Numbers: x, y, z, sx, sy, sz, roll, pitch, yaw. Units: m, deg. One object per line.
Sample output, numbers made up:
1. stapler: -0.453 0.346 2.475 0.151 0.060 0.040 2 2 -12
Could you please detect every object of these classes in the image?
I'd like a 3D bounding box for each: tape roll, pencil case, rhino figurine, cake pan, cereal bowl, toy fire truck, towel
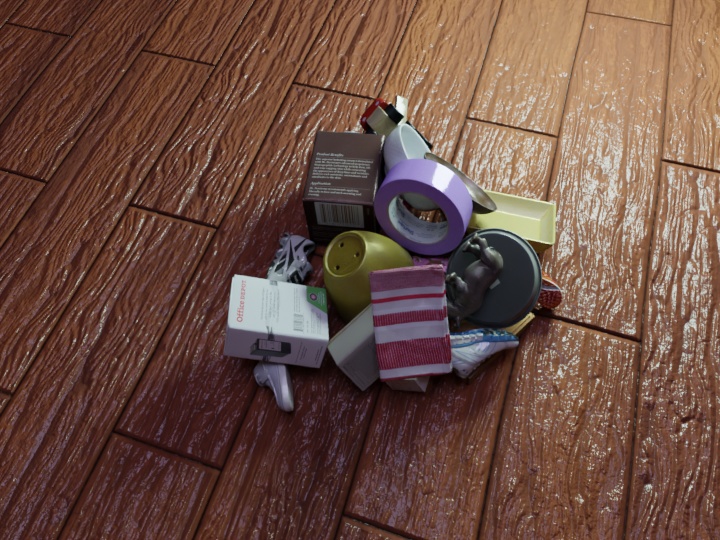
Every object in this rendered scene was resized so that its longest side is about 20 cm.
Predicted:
1. tape roll: 0.127 -0.127 1.310 0.195 0.203 0.067 18 53 15
2. pencil case: 0.198 -0.002 1.376 0.193 0.083 0.090 -7 91 -1
3. rhino figurine: 0.205 0.035 1.252 0.086 0.060 0.203 31 97 -2
4. cake pan: 0.265 0.015 1.288 0.194 0.037 0.208 -1 86 17
5. cereal bowl: 0.112 -0.217 1.425 0.082 0.198 0.205 -29 54 26
6. toy fire truck: 0.079 -0.360 1.560 0.129 0.175 0.201 -46 36 13
7. towel: 0.093 0.097 1.183 0.139 0.023 0.207 -6 93 1

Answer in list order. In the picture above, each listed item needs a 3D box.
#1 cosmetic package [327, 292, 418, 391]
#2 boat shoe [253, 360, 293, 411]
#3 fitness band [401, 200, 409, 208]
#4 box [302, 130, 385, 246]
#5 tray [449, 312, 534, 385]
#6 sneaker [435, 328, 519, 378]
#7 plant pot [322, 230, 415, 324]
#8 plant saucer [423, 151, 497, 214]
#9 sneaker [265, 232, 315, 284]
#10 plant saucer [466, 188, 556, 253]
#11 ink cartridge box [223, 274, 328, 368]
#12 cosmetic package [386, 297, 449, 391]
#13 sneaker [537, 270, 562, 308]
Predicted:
1. cosmetic package: 0.040 0.125 1.251 0.199 0.104 0.073 -41 37 0
2. boat shoe: -0.182 0.195 1.284 0.067 0.073 0.204 -17 59 -5
3. fitness band: 0.157 -0.119 1.461 0.139 0.038 0.204 2 47 9
4. box: -0.030 -0.181 1.450 0.160 0.166 0.205 5 58 8
5. tray: 0.256 0.130 1.316 0.199 0.037 0.098 -39 63 -18
6. sneaker: 0.216 0.162 1.248 0.193 0.075 0.090 -4 94 -10
7. plant pot: 0.000 0.000 1.309 0.195 0.142 0.206 -13 59 23
8. plant saucer: 0.208 -0.182 1.378 0.032 0.198 0.201 -52 61 22
9. sneaker: -0.151 0.007 1.396 0.086 0.075 0.205 9 59 11
10. plant saucer: 0.328 -0.104 1.416 0.194 0.050 0.201 13 34 11
11. ink cartridge box: -0.167 0.099 1.268 0.194 0.085 0.148 10 40 -13
12. cosmetic package: 0.116 0.141 1.293 0.081 0.051 0.204 -3 53 38
13. sneaker: 0.337 0.003 1.339 0.073 0.077 0.200 -44 95 12
